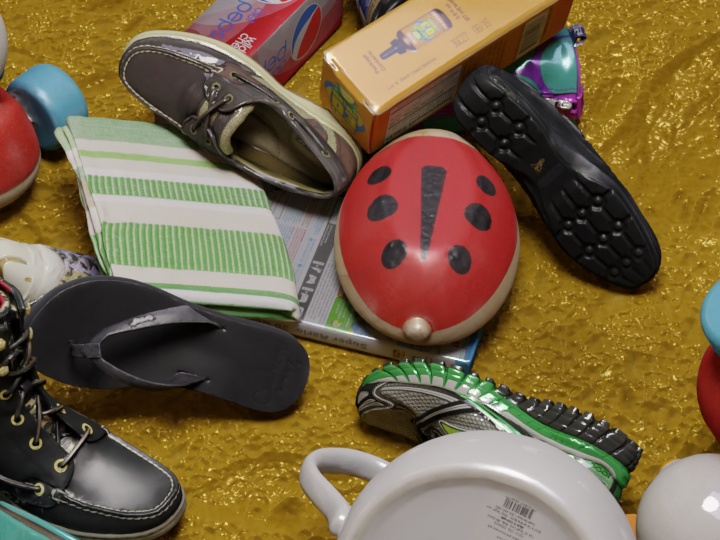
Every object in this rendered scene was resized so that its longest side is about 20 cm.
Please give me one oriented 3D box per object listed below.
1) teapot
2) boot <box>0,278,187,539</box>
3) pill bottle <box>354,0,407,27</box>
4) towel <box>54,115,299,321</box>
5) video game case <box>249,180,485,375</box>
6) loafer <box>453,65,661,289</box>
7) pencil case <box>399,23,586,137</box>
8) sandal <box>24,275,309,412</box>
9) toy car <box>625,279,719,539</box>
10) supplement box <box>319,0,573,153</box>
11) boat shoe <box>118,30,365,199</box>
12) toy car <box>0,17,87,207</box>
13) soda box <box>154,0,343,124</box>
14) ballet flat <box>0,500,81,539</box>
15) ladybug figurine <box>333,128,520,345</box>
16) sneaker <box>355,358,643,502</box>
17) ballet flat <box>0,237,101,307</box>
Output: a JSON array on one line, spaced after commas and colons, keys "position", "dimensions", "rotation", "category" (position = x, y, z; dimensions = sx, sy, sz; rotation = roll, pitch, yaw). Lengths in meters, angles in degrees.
[{"position": [0.080, 0.180, 1.174], "dimensions": [0.197, 0.200, 0.146], "rotation": [-20, 2, 18], "category": "teapot"}, {"position": [-0.208, 0.087, 1.239], "dimensions": [0.203, 0.154, 0.074], "rotation": [20, 48, 17], "category": "boot"}, {"position": [0.041, -0.258, 1.620], "dimensions": [0.112, 0.112, 0.200], "rotation": [-8, 47, -11], "category": "pill bottle"}, {"position": [-0.132, -0.039, 1.409], "dimensions": [0.152, 0.023, 0.200], "rotation": [4, 40, -26], "category": "towel"}, {"position": [0.000, 0.000, 1.432], "dimensions": [0.199, 0.018, 0.143], "rotation": [13, 46, 9], "category": "video game case"}, {"position": [0.151, -0.073, 1.438], "dimensions": [0.201, 0.068, 0.070], "rotation": [47, 27, -3], "category": "loafer"}, {"position": [0.077, -0.145, 1.531], "dimensions": [0.199, 0.085, 0.092], "rotation": [-8, 35, -10], "category": "pencil case"}, {"position": [-0.127, 0.050, 1.300], "dimensions": [0.200, 0.076, 0.043], "rotation": [9, 12, -18], "category": "sandal"}, {"position": [0.234, 0.136, 1.242], "dimensions": [0.200, 0.184, 0.177], "rotation": [-34, 51, 4], "category": "toy car"}, {"position": [0.065, -0.172, 1.459], "dimensions": [0.200, 0.069, 0.067], "rotation": [-32, 71, -21], "category": "supplement box"}, {"position": [-0.091, -0.116, 1.446], "dimensions": [0.200, 0.073, 0.065], "rotation": [24, 24, 0], "category": "boat shoe"}, {"position": [-0.318, -0.154, 1.425], "dimensions": [0.177, 0.200, 0.184], "rotation": [31, 51, 24], "category": "toy car"}, {"position": [-0.087, -0.185, 1.570], "dimensions": [0.063, 0.070, 0.200], "rotation": [24, 49, 18], "category": "soda box"}, {"position": [-0.243, 0.170, 1.230], "dimensions": [0.200, 0.067, 0.070], "rotation": [26, 74, 21], "category": "ballet flat"}, {"position": [0.049, -0.031, 1.402], "dimensions": [0.135, 0.072, 0.200], "rotation": [3, 46, -1], "category": "ladybug figurine"}, {"position": [0.079, 0.116, 1.283], "dimensions": [0.200, 0.078, 0.085], "rotation": [18, 75, 30], "category": "sneaker"}, {"position": [-0.268, 0.013, 1.368], "dimensions": [0.200, 0.072, 0.072], "rotation": [-14, 48, -17], "category": "ballet flat"}]
